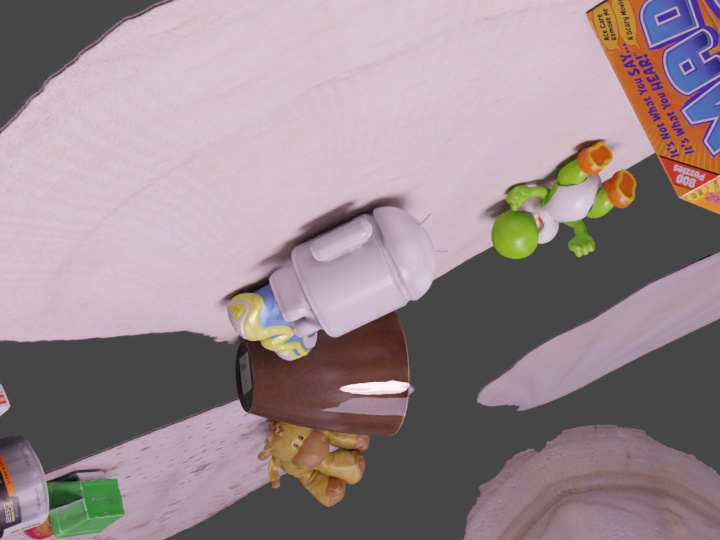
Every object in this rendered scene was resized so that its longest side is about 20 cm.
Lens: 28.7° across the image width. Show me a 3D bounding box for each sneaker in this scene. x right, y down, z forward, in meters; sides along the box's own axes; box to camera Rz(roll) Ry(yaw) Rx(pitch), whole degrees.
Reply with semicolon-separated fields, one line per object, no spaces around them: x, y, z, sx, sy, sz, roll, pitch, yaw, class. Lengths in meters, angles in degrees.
-0.077;0.054;1.726;0.105;0.076;0.200;-29;163;16;sneaker

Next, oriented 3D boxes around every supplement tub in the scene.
-0.506;0.292;1.779;0.199;0.123;0.123;-16;163;-30;supplement tub

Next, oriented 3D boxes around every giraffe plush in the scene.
-0.097;0.303;2.460;0.199;0.173;0.162;8;160;15;giraffe plush

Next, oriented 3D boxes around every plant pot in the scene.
-0.060;0.135;1.885;0.199;0.188;0.187;-2;158;-19;plant pot

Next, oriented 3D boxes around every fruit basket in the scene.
-0.484;0.377;2.219;0.199;0.094;0.185;-13;170;23;fruit basket

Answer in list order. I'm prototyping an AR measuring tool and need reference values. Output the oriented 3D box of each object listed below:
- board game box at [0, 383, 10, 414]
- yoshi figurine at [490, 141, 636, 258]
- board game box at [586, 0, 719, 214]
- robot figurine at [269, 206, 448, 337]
-0.508;0.194;1.611;0.200;0.035;0.126;-35;162;34;board game box
0.238;-0.071;1.756;0.112;0.113;0.200;12;147;-40;yoshi figurine
0.371;-0.192;1.339;0.199;0.201;0.200;-31;163;23;board game box
0.000;0.000;1.587;0.199;0.113;0.170;-25;151;3;robot figurine
